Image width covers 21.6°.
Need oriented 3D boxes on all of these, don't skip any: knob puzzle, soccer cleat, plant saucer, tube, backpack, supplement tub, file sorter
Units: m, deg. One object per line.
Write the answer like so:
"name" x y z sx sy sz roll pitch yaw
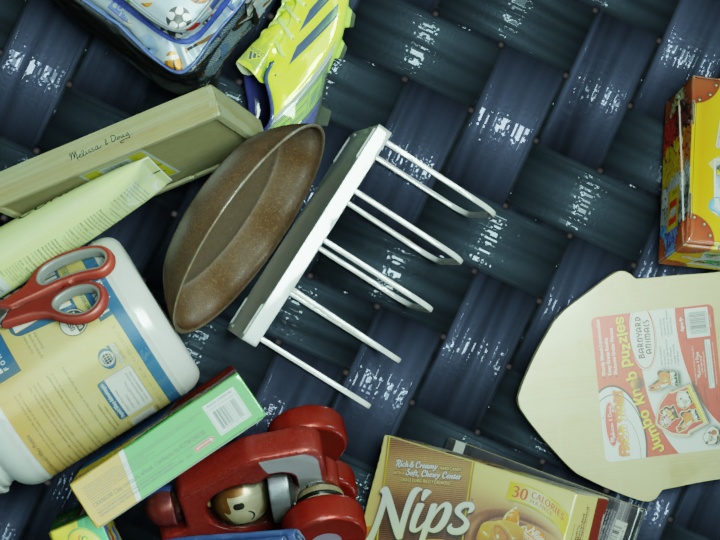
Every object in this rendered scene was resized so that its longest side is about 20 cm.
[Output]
"knob puzzle" 0.231 0.099 1.621 0.219 0.030 0.220 0 90 -6
"soccer cleat" -0.058 -0.187 1.575 0.084 0.065 0.200 12 90 -19
"plant saucer" -0.101 -0.041 1.512 0.037 0.200 0.201 34 86 11
"tube" -0.243 -0.031 1.492 0.200 0.058 0.052 -30 118 3
"backpack" -0.148 -0.266 1.534 0.200 0.154 0.191 39 76 -1
"supplement tub" -0.247 0.081 1.517 0.200 0.145 0.145 -32 93 -5
"file sorter" 0.000 0.000 1.548 0.124 0.139 0.200 33 86 -8

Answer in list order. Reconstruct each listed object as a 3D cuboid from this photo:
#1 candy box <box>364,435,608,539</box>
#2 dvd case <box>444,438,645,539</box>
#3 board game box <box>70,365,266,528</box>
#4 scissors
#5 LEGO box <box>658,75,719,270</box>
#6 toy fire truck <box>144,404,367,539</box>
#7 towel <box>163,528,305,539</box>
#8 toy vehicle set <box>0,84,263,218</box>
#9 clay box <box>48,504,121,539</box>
"candy box" 0.094 0.214 1.534 0.055 0.200 0.116 18 86 -50
"dvd case" 0.127 0.236 1.550 0.016 0.200 0.149 22 86 -50
"board game box" -0.152 0.136 1.498 0.153 0.200 0.040 -34 92 -5
"scissors" -0.282 0.034 1.465 0.200 0.014 0.073 -18 52 9
"LEGO box" 0.362 -0.074 1.599 0.200 0.077 0.149 6 77 -6
"toy fire truck" -0.082 0.200 1.515 0.168 0.200 0.112 -12 52 -2
"towel" -0.067 0.279 1.499 0.147 0.024 0.200 -10 125 32
"toy vehicle set" -0.185 -0.086 1.510 0.200 0.124 0.027 -21 76 10
"clay box" -0.192 0.288 1.536 0.048 0.115 0.200 -24 92 -5
